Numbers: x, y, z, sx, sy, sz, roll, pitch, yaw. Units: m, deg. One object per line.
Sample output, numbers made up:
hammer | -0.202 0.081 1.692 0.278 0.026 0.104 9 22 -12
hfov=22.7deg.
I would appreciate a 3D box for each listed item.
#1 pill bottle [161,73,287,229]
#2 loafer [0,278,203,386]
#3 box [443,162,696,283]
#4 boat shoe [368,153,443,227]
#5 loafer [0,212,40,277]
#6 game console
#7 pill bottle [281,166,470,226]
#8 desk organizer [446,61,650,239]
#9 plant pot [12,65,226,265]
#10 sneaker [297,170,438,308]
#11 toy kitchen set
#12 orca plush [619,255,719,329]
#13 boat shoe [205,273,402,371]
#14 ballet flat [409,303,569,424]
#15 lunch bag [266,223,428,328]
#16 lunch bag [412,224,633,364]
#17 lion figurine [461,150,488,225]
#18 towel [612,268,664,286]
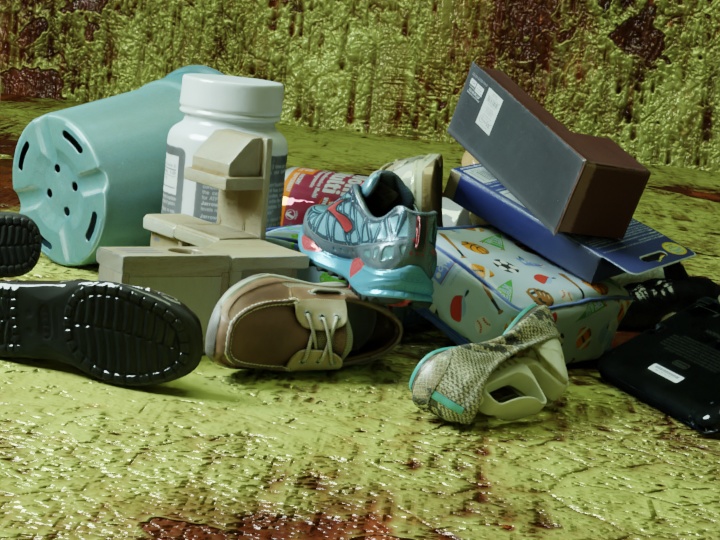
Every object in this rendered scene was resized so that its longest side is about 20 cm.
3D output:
pill bottle | -0.126 -0.077 1.661 0.112 0.202 0.113 6 9 -1
loafer | -0.195 0.035 1.326 0.199 0.074 0.071 10 12 24
box | 0.184 -0.040 1.577 0.199 0.033 0.121 32 27 30
boat shoe | 0.040 -0.067 1.580 0.064 0.073 0.200 0 1 5
loafer | -0.382 -0.022 1.565 0.199 0.074 0.071 7 -2 -32
game console | 0.315 0.101 1.432 0.175 0.117 0.200 -28 18 -12
pill bottle | 0.011 -0.038 1.800 0.199 0.110 0.109 9 10 21
desk organizer | 0.163 -0.106 1.579 0.077 0.072 0.200 6 27 -31
plant pot | -0.227 -0.094 1.794 0.199 0.202 0.195 14 20 42
sneaker | 0.015 -0.035 1.447 0.079 0.096 0.200 8 11 -27
toy kitchen set | -0.165 -0.033 1.488 0.179 0.165 0.199 -1 11 -37
orca plush | 0.285 0.016 1.767 0.199 0.072 0.105 3 10 -20
boat shoe | -0.039 0.043 1.391 0.071 0.076 0.199 15 14 35
ballet flat | 0.111 0.079 1.338 0.075 0.068 0.200 34 26 22
lunch bag | 0.000 0.000 1.641 0.160 0.083 0.200 14 12 27
lunch bag | 0.129 0.017 1.542 0.160 0.076 0.199 36 24 34
lion figurine | 0.141 -0.082 1.760 0.122 0.073 0.200 -2 26 -17
towel | 0.209 -0.012 1.965 0.199 0.049 0.170 15 14 43
